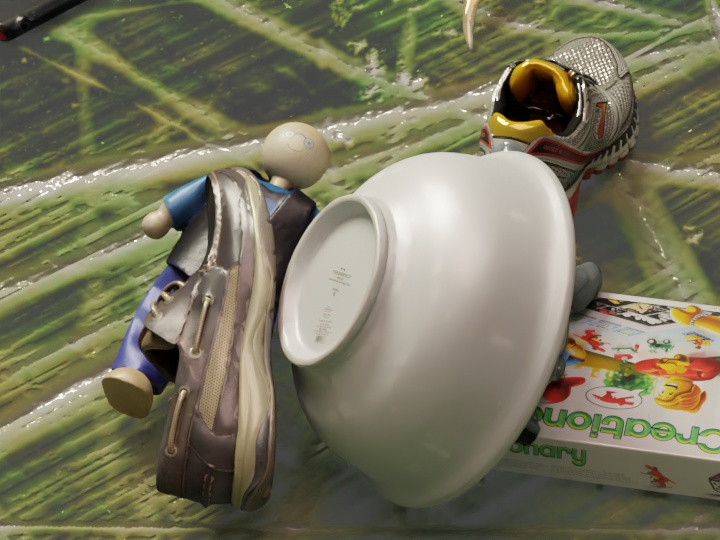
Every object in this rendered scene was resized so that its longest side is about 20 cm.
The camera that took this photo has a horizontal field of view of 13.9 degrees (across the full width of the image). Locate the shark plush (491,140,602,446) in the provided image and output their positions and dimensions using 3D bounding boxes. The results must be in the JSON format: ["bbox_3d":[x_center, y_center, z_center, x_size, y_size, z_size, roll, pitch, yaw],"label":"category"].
[{"bbox_3d":[0.075,0.020,1.596,0.091,0.083,0.200,7,41,11],"label":"shark plush"}]

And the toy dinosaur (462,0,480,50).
[{"bbox_3d":[0.100,-0.231,1.963,0.101,0.058,0.200,27,48,28],"label":"toy dinosaur"}]

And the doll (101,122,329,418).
[{"bbox_3d":[-0.067,0.001,1.668,0.136,0.048,0.200,19,61,12],"label":"doll"}]

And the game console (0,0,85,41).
[{"bbox_3d":[-0.221,-0.239,2.007,0.200,0.031,0.177,-32,49,-30],"label":"game console"}]

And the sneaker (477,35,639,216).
[{"bbox_3d":[0.123,-0.096,1.777,0.078,0.082,0.200,10,31,14],"label":"sneaker"}]

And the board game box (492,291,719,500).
[{"bbox_3d":[0.139,0.065,1.632,0.200,0.035,0.126,7,41,10],"label":"board game box"}]

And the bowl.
[{"bbox_3d":[0.019,0.018,1.556,0.090,0.201,0.201,21,32,-28],"label":"bowl"}]

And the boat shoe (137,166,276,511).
[{"bbox_3d":[-0.082,0.032,1.579,0.073,0.075,0.200,1,60,-5],"label":"boat shoe"}]
